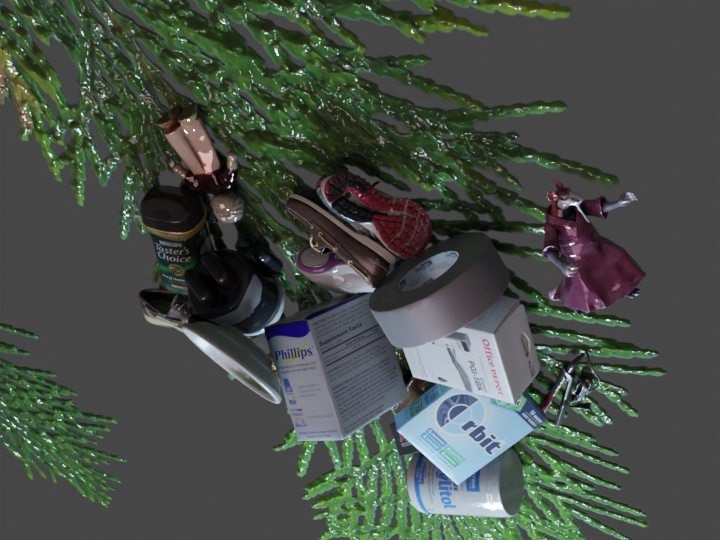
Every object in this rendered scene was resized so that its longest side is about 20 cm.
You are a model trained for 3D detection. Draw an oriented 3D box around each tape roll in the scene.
[{"bbox_3d":[0.111,0.026,1.239,0.200,0.200,0.066,-19,109,40],"label":"tape roll"}]

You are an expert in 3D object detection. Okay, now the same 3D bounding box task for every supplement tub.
[{"bbox_3d":[0.204,0.412,1.685,0.199,0.132,0.132,-8,131,32],"label":"supplement tub"}]

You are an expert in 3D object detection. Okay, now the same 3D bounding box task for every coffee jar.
[{"bbox_3d":[-0.303,-0.051,1.456,0.104,0.085,0.200,11,139,14],"label":"coffee jar"}]

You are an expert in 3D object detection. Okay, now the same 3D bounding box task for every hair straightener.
[{"bbox_3d":[0.361,0.206,1.458,0.077,0.041,0.200,19,136,6],"label":"hair straightener"}]

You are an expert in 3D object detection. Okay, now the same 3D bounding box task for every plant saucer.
[{"bbox_3d":[-0.197,0.136,1.390,0.200,0.050,0.200,35,165,11],"label":"plant saucer"}]

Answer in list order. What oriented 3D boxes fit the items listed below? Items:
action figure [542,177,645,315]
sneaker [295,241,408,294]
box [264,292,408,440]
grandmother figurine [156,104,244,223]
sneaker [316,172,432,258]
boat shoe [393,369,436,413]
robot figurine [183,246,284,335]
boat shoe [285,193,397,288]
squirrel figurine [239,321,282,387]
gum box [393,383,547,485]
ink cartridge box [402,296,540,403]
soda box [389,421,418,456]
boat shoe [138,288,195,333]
[{"bbox_3d":[0.305,-0.044,1.181,0.200,0.134,0.149,58,174,-19],"label":"action figure"},{"bbox_3d":[0.000,0.000,1.391,0.199,0.075,0.100,8,157,18],"label":"sneaker"},{"bbox_3d":[-0.037,0.154,1.419,0.105,0.184,0.201,-12,97,40],"label":"box"},{"bbox_3d":[-0.240,-0.157,1.331,0.121,0.061,0.200,3,134,36],"label":"grandmother figurine"},{"bbox_3d":[0.024,-0.088,1.271,0.200,0.081,0.075,33,177,-27],"label":"sneaker"},{"bbox_3d":[0.099,0.218,1.573,0.072,0.072,0.200,51,153,6],"label":"boat shoe"},{"bbox_3d":[-0.211,0.036,1.448,0.150,0.125,0.200,-9,159,22],"label":"robot figurine"},{"bbox_3d":[-0.040,-0.048,1.307,0.200,0.060,0.072,33,180,15],"label":"boat shoe"},{"bbox_3d":[-0.102,0.159,1.579,0.186,0.142,0.200,-7,146,19],"label":"squirrel figurine"},{"bbox_3d":[0.187,0.252,1.469,0.200,0.045,0.170,-39,113,14],"label":"gum box"},{"bbox_3d":[0.161,0.109,1.339,0.200,0.083,0.147,9,132,41],"label":"ink cartridge box"},{"bbox_3d":[0.149,0.291,1.609,0.200,0.063,0.071,-29,75,45],"label":"soda box"},{"bbox_3d":[-0.336,0.072,1.621,0.200,0.072,0.066,6,143,27],"label":"boat shoe"}]
